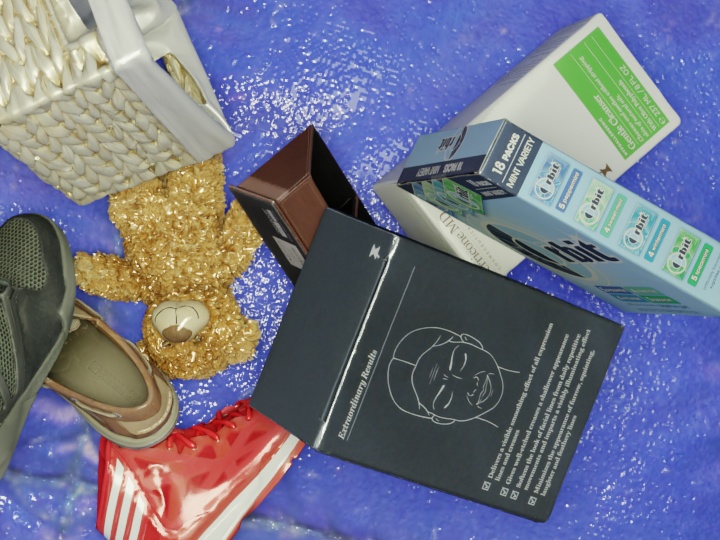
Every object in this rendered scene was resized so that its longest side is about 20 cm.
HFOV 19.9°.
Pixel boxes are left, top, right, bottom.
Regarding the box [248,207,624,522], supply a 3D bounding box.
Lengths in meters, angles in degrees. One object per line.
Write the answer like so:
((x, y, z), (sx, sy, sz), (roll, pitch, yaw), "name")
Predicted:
((0.052, 0.065, 1.386), (0.200, 0.107, 0.149), (21, 92, -31), "box")

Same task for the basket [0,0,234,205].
((-0.185, -0.138, 1.363), (0.123, 0.200, 0.136), (-26, 71, 7), "basket")

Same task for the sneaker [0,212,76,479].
((-0.252, 0.039, 1.325), (0.076, 0.114, 0.200), (9, 67, 29), "sneaker")

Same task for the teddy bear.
((-0.133, -0.022, 1.456), (0.145, 0.067, 0.201), (9, 83, -10), "teddy bear")

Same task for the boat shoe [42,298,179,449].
((-0.210, 0.046, 1.413), (0.200, 0.072, 0.076), (30, 74, 11), "boat shoe")

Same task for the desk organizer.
((0.000, 0.000, 1.448), (0.077, 0.072, 0.200), (-41, 117, -16), "desk organizer")

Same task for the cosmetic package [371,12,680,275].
((0.121, -0.084, 1.509), (0.200, 0.085, 0.108), (-42, 99, -13), "cosmetic package")

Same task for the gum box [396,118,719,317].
((0.142, -0.033, 1.382), (0.200, 0.170, 0.045), (28, 83, -15), "gum box")

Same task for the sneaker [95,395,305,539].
((-0.112, 0.120, 1.445), (0.115, 0.078, 0.200), (37, 78, -9), "sneaker")
